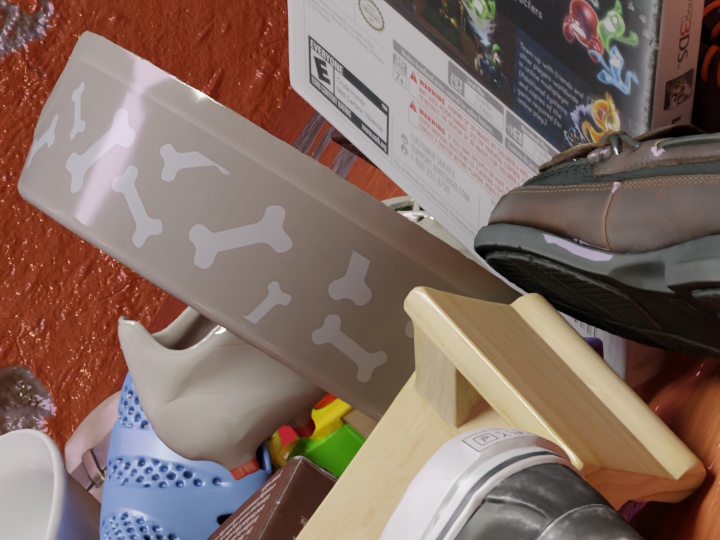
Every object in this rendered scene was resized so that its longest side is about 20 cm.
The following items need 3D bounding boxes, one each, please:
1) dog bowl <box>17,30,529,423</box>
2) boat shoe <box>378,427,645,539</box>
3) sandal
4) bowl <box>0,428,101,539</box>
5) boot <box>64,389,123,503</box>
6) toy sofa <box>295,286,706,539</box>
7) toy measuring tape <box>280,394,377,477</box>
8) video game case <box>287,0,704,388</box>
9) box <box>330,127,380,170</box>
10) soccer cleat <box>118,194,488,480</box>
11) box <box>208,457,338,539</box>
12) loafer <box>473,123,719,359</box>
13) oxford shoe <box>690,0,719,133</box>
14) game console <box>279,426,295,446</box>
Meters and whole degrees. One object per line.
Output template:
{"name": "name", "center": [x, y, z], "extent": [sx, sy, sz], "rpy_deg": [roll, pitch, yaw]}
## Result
{"name": "dog bowl", "center": [-0.026, -0.004, 0.829], "extent": [0.059, 0.199, 0.200], "rpy_deg": [-57, 7, -2]}
{"name": "boat shoe", "center": [0.015, 0.141, 0.648], "extent": [0.071, 0.072, 0.201], "rpy_deg": [37, 112, 52]}
{"name": "sandal", "center": [-0.080, 0.126, 1.005], "extent": [0.079, 0.087, 0.201], "rpy_deg": [-8, 75, 32]}
{"name": "bowl", "center": [-0.158, 0.178, 1.090], "extent": [0.201, 0.090, 0.202], "rpy_deg": [-43, 25, 26]}
{"name": "boot", "center": [-0.096, 0.118, 1.191], "extent": [0.200, 0.070, 0.147], "rpy_deg": [-34, 45, 26]}
{"name": "toy sofa", "center": [0.016, 0.108, 0.756], "extent": [0.097, 0.083, 0.200], "rpy_deg": [14, -62, -50]}
{"name": "toy measuring tape", "center": [0.033, 0.036, 1.042], "extent": [0.200, 0.074, 0.074], "rpy_deg": [-39, 16, 35]}
{"name": "video game case", "center": [0.037, -0.084, 0.823], "extent": [0.023, 0.200, 0.183], "rpy_deg": [-26, -41, -24]}
{"name": "box", "center": [0.053, -0.066, 1.187], "extent": [0.075, 0.100, 0.200], "rpy_deg": [-57, 6, -3]}
{"name": "soccer cleat", "center": [0.000, 0.000, 0.957], "extent": [0.199, 0.078, 0.069], "rpy_deg": [-34, 17, -13]}
{"name": "box", "center": [-0.052, 0.176, 0.887], "extent": [0.200, 0.075, 0.100], "rpy_deg": [-60, 8, -35]}
{"name": "loafer", "center": [0.100, -0.013, 0.703], "extent": [0.063, 0.072, 0.200], "rpy_deg": [-62, 22, -8]}
{"name": "oxford shoe", "center": [0.122, -0.052, 0.762], "extent": [0.071, 0.072, 0.200], "rpy_deg": [-56, 7, -1]}
{"name": "game console", "center": [-0.063, 0.162, 1.298], "extent": [0.172, 0.119, 0.201], "rpy_deg": [-3, 48, 42]}
